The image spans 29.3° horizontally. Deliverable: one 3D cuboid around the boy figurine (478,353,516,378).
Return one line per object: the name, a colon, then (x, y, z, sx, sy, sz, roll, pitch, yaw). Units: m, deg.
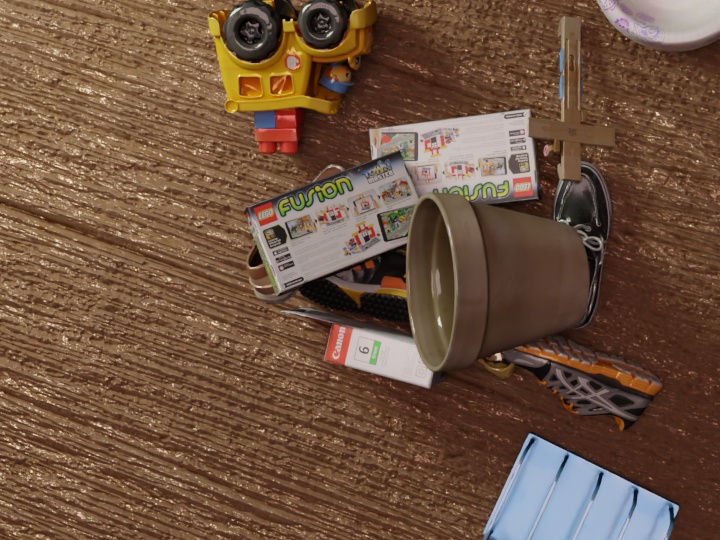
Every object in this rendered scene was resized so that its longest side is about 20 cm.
boy figurine: (0.151, 0.032, 1.668, 0.123, 0.064, 0.202, -6, 87, 3)

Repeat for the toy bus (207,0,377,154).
toy bus: (-0.075, -0.242, 1.690, 0.198, 0.136, 0.194, -3, 103, 10)

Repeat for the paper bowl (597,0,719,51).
paper bowl: (0.366, -0.355, 1.598, 0.199, 0.104, 0.203, 0, 91, 11)

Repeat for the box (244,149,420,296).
box: (-0.025, -0.056, 1.629, 0.199, 0.035, 0.111, -21, 85, -13)

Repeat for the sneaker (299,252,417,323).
sneaker: (0.000, 0.000, 1.708, 0.199, 0.070, 0.090, 14, 59, 24)

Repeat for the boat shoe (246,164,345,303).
boat shoe: (-0.072, -0.055, 1.675, 0.075, 0.072, 0.201, 12, 60, 35)

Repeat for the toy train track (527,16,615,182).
toy train track: (0.247, -0.203, 1.652, 0.114, 0.033, 0.202, 5, 79, -18)

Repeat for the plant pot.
plant pot: (0.158, 0.008, 1.556, 0.172, 0.200, 0.202, -4, 90, -13)

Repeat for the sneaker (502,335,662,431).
sneaker: (0.255, 0.130, 1.624, 0.199, 0.078, 0.078, 20, 106, -7)

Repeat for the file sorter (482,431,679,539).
file sorter: (0.255, 0.302, 1.618, 0.199, 0.123, 0.140, 25, 95, 11)

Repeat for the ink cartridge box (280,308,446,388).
ink cartridge box: (0.004, 0.092, 1.677, 0.198, 0.109, 0.051, 13, 93, 12)

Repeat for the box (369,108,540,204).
box: (0.115, -0.129, 1.681, 0.198, 0.035, 0.111, -5, 89, 12)

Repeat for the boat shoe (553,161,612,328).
boat shoe: (0.258, -0.031, 1.642, 0.073, 0.068, 0.201, 9, 92, 12)
